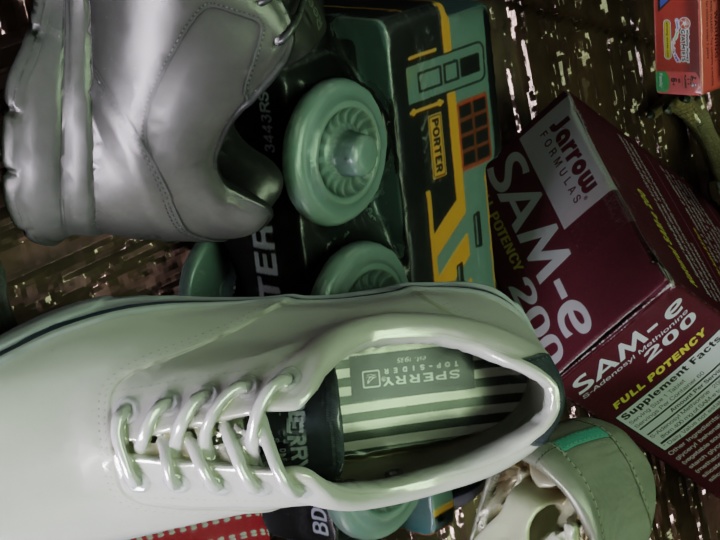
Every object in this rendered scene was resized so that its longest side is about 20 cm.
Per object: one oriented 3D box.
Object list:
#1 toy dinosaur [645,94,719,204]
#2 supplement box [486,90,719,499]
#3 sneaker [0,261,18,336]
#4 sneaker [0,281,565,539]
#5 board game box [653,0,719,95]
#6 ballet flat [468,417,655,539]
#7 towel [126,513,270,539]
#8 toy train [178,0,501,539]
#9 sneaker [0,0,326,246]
[{"bbox_3d":[0.159,-0.034,0.957,0.101,0.058,0.200,58,23,-11],"label":"toy dinosaur"},{"bbox_3d":[0.132,0.029,0.913,0.061,0.109,0.200,-42,130,18],"label":"supplement box"},{"bbox_3d":[-0.156,-0.038,0.707,0.104,0.060,0.201,-27,119,-31],"label":"sneaker"},{"bbox_3d":[-0.037,0.040,0.726,0.199,0.071,0.073,-13,100,-13],"label":"sneaker"},{"bbox_3d":[0.122,-0.163,0.800,0.103,0.019,0.201,-23,114,-54],"label":"board game box"},{"bbox_3d":[0.042,0.143,0.844,0.064,0.067,0.201,-5,116,-52],"label":"ballet flat"},{"bbox_3d":[-0.077,0.131,0.744,0.144,0.022,0.201,-10,70,-30],"label":"towel"},{"bbox_3d":[0.000,0.000,0.828,0.114,0.085,0.201,-23,112,-44],"label":"toy train"},{"bbox_3d":[-0.053,-0.097,0.718,0.076,0.090,0.201,-72,168,-57],"label":"sneaker"}]
